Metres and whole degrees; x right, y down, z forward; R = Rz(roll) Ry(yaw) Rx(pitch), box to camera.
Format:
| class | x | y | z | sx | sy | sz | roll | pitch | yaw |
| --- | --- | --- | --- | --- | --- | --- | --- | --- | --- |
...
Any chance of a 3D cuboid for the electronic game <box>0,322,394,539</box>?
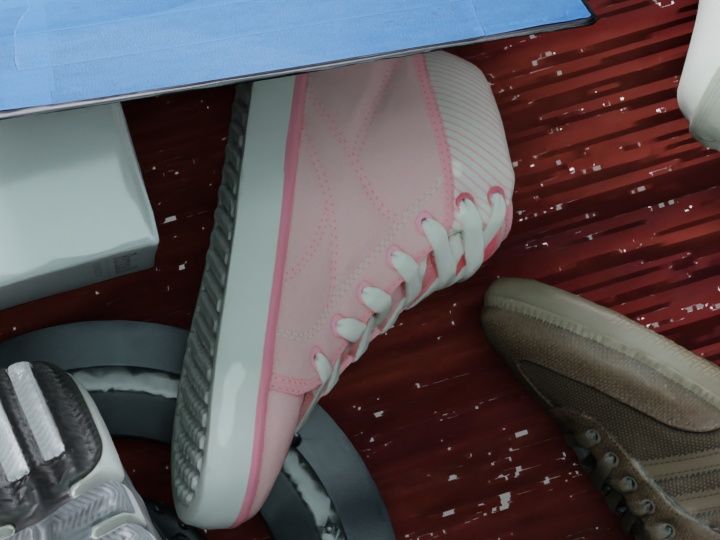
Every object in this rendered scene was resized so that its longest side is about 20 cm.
| class | x | y | z | sx | sy | sz | roll | pitch | yaw |
| --- | --- | --- | --- | --- | --- | --- | --- | --- | --- |
| electronic game | -0.084 | 0.117 | 0.795 | 0.199 | 0.042 | 0.201 | 1 | 78 | -6 |

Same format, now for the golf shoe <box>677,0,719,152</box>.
| class | x | y | z | sx | sy | sz | roll | pitch | yaw |
| --- | --- | --- | --- | --- | --- | --- | --- | --- | --- |
| golf shoe | 0.136 | -0.141 | 0.837 | 0.097 | 0.078 | 0.201 | 18 | 79 | 12 |

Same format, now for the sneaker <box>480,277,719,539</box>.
| class | x | y | z | sx | sy | sz | roll | pitch | yaw |
| --- | --- | --- | --- | --- | --- | --- | --- | --- | --- |
| sneaker | 0.118 | 0.078 | 0.812 | 0.200 | 0.070 | 0.076 | 32 | 85 | -3 |

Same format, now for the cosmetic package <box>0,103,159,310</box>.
| class | x | y | z | sx | sy | sz | roll | pitch | yaw |
| --- | --- | --- | --- | --- | --- | --- | --- | --- | --- |
| cosmetic package | -0.170 | -0.014 | 0.768 | 0.199 | 0.113 | 0.081 | -15 | 88 | -5 |

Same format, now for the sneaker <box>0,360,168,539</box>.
| class | x | y | z | sx | sy | sz | roll | pitch | yaw |
| --- | --- | --- | --- | --- | --- | --- | --- | --- | --- |
| sneaker | -0.063 | 0.128 | 0.701 | 0.075 | 0.116 | 0.200 | -24 | 54 | 3 |

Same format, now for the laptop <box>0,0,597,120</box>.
| class | x | y | z | sx | sy | sz | roll | pitch | yaw |
| --- | --- | --- | --- | --- | --- | --- | --- | --- | --- |
| laptop | -0.045 | -0.142 | 0.711 | 0.187 | 0.116 | 0.201 | -9 | 82 | -6 |

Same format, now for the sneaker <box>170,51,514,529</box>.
| class | x | y | z | sx | sy | sz | roll | pitch | yaw |
| --- | --- | --- | --- | --- | --- | --- | --- | --- | --- |
| sneaker | 0.000 | 0.000 | 0.779 | 0.104 | 0.075 | 0.201 | 15 | 58 | -11 |
